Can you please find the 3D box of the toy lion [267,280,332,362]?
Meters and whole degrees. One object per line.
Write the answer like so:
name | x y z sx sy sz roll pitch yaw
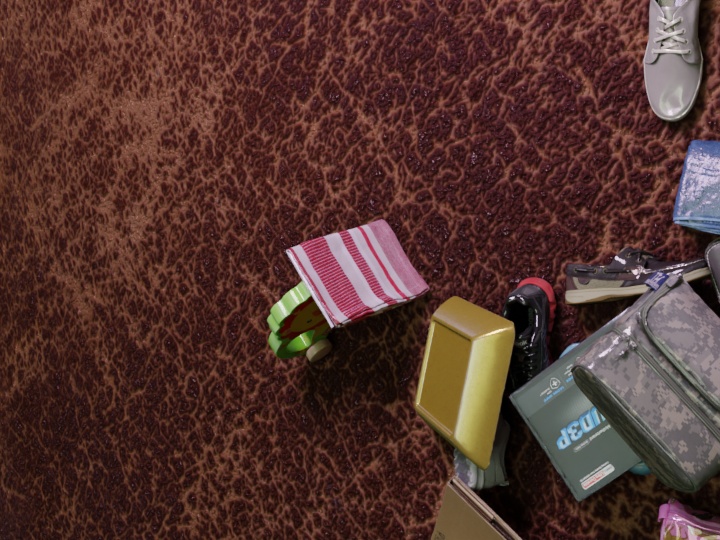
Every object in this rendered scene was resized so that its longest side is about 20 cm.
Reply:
toy lion | -0.078 0.070 1.327 0.200 0.190 0.069 -48 67 28

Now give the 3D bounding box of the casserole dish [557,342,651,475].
casserole dish | 0.337 0.176 1.104 0.200 0.039 0.122 44 104 22

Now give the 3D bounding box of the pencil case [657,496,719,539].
pencil case | 0.460 0.338 1.016 0.197 0.082 0.089 7 98 36

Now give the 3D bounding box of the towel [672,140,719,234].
towel | 0.474 -0.091 0.993 0.197 0.048 0.114 14 92 35

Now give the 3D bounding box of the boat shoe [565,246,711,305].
boat shoe | 0.344 0.003 1.079 0.198 0.072 0.066 -14 83 42

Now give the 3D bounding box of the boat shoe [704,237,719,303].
boat shoe | 0.469 0.051 1.000 0.071 0.065 0.204 -34 72 35

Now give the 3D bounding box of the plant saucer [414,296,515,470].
plant saucer | 0.134 0.150 1.192 0.200 0.047 0.205 -153 72 -69

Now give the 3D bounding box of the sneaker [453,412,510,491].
sneaker | 0.179 0.218 1.230 0.075 0.080 0.205 155 120 -66

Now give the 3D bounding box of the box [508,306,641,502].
box | 0.312 0.169 1.070 0.199 0.046 0.160 -39 72 17

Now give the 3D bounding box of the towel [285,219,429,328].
towel | 0.000 0.000 1.264 0.145 0.198 0.023 56 137 18

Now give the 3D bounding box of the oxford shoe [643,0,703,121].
oxford shoe | 0.387 -0.289 1.047 0.074 0.057 0.205 8 99 33

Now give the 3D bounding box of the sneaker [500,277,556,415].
sneaker | 0.227 0.114 1.164 0.070 0.097 0.205 1 95 33

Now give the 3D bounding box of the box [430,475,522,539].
box | 0.172 0.406 1.210 0.163 0.021 0.202 40 144 28

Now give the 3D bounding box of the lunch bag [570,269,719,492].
lunch bag | 0.359 0.122 0.959 0.167 0.140 0.201 -40 73 -4
